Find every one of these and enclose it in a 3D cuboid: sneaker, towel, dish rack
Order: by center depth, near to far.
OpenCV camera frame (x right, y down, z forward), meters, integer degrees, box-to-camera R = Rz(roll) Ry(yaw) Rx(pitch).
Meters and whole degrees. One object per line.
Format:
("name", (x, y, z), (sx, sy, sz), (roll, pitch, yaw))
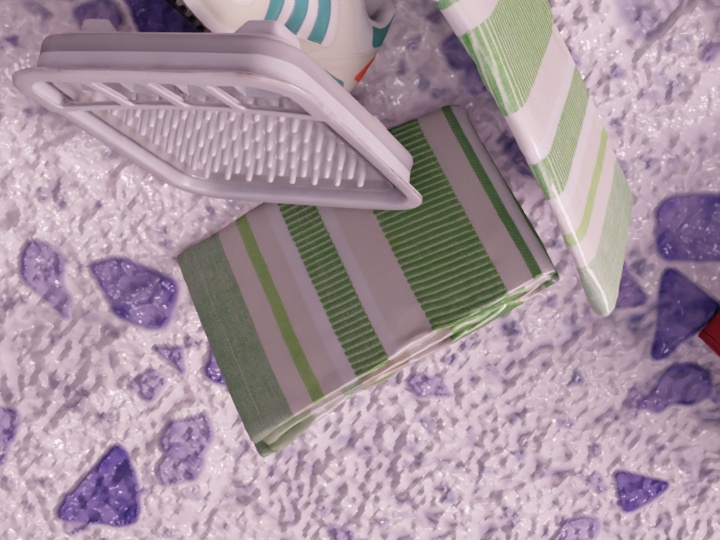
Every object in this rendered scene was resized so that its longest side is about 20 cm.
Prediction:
("dish rack", (-0.068, -0.084, 0.791), (0.171, 0.200, 0.044), (4, 75, 25))
("sneaker", (-0.048, -0.159, 0.802), (0.094, 0.070, 0.200), (-51, 145, 4))
("towel", (0.102, -0.093, 0.833), (0.023, 0.153, 0.201), (-20, 110, 23))
("towel", (0.000, 0.000, 0.862), (0.199, 0.153, 0.023), (-31, 146, 8))

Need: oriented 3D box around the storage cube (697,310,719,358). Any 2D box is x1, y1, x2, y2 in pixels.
("storage cube", (0.352, 0.054, 0.909), (0.200, 0.171, 0.180), (38, 99, -17))
